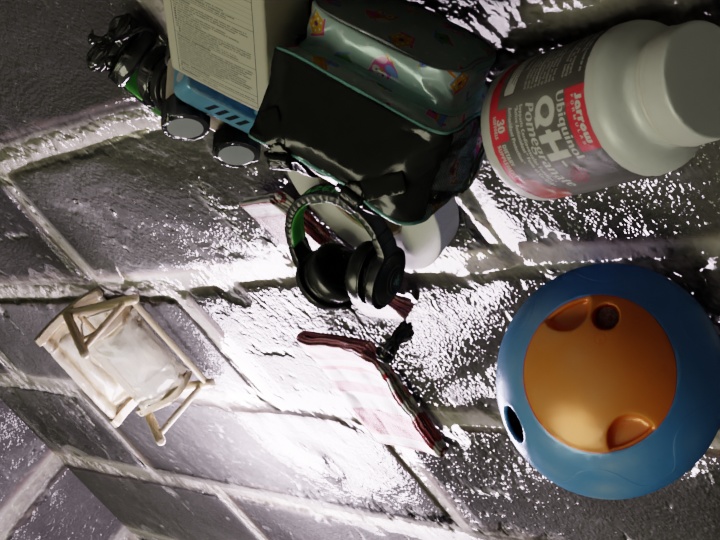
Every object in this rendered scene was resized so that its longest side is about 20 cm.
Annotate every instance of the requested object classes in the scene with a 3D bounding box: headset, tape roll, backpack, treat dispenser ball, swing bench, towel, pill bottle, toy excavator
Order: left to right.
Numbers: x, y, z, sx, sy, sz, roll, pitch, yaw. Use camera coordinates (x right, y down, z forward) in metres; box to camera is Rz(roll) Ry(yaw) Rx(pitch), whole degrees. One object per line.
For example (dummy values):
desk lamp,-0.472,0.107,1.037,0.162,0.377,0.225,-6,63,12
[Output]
swing bench,-0.361,0.140,2.251,0.200,0.130,0.199,52,158,-25
headset,-0.229,-0.201,1.521,0.123,0.094,0.200,32,165,14
toy excavator,-0.116,-0.204,1.361,0.193,0.101,0.199,25,143,-37
towel,-0.038,-0.017,1.616,0.200,0.023,0.144,41,168,-15
headset,0.000,0.000,1.506,0.122,0.094,0.202,-3,116,40
tape roll,0.008,-0.085,1.467,0.202,0.037,0.204,33,154,18
towel,0.014,0.157,1.856,0.143,0.023,0.201,6,139,52
backpack,0.027,-0.136,1.192,0.174,0.155,0.200,26,-165,18
treat dispenser ball,0.216,0.095,1.276,0.200,0.201,0.202,31,154,17
pill bottle,0.185,-0.119,1.077,0.111,0.111,0.199,47,154,-17

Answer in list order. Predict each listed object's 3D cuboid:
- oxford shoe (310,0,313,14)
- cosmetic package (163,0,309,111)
oxford shoe,-0.035,-0.165,1.312,0.072,0.085,0.201,-1,127,45
cosmetic package,-0.098,-0.224,1.155,0.104,0.071,0.201,28,153,12
